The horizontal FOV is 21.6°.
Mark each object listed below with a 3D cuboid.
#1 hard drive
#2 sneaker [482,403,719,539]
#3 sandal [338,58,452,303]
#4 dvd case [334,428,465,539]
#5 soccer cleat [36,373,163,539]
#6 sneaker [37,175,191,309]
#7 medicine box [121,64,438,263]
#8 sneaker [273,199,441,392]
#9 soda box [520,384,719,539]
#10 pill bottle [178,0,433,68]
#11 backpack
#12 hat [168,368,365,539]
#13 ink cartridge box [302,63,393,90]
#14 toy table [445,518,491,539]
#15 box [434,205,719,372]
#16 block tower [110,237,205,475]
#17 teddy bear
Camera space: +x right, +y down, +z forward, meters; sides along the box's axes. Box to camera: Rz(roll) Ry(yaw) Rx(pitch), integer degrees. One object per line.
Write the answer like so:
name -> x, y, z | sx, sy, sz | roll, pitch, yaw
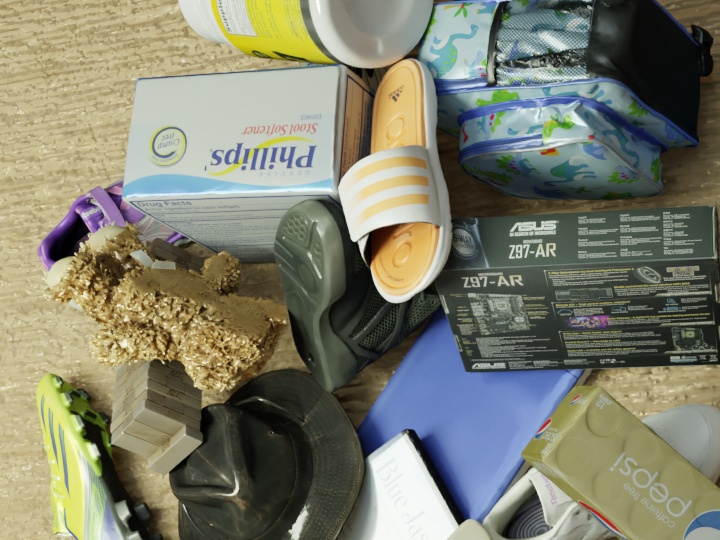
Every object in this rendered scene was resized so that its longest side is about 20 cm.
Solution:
hard drive -> 0.075, 0.119, 1.463 | 0.132, 0.025, 0.201 | 34, 90, 28
sneaker -> 0.178, 0.160, 1.365 | 0.199, 0.100, 0.075 | -33, 63, 11
sandal -> 0.015, -0.071, 1.338 | 0.079, 0.059, 0.208 | -35, 45, 37
dvd case -> -0.002, 0.235, 1.448 | 0.200, 0.018, 0.143 | -38, 67, 20
soccer cleat -> -0.235, 0.177, 1.565 | 0.084, 0.065, 0.201 | -36, 65, 14
sneaker -> -0.195, -0.049, 1.598 | 0.200, 0.088, 0.081 | -42, 62, 7
medicine box -> -0.058, -0.078, 1.480 | 0.181, 0.200, 0.104 | -1, 75, 23
sneaker -> 0.000, 0.000, 1.425 | 0.114, 0.200, 0.076 | -32, 53, -17
soda box -> 0.211, 0.167, 1.309 | 0.200, 0.064, 0.068 | 41, 83, -6
pill bottle -> -0.047, -0.216, 1.442 | 0.200, 0.114, 0.115 | 13, 80, 50
backpack -> 0.139, -0.133, 1.420 | 0.199, 0.183, 0.148 | 3, 78, 35
hat -> -0.094, 0.156, 1.470 | 0.200, 0.081, 0.202 | -21, 54, 32
ink cartridge box -> -0.008, -0.222, 1.559 | 0.044, 0.094, 0.201 | -5, 73, 23
toy table -> 0.053, 0.278, 1.317 | 0.117, 0.200, 0.184 | 46, 60, 6
box -> 0.161, 0.018, 1.358 | 0.199, 0.160, 0.044 | -3, 59, 13
block tower -> -0.161, 0.063, 1.518 | 0.054, 0.058, 0.201 | -42, 36, 35
teddy bear -> -0.153, 0.031, 1.466 | 0.199, 0.145, 0.067 | 17, 125, 7
